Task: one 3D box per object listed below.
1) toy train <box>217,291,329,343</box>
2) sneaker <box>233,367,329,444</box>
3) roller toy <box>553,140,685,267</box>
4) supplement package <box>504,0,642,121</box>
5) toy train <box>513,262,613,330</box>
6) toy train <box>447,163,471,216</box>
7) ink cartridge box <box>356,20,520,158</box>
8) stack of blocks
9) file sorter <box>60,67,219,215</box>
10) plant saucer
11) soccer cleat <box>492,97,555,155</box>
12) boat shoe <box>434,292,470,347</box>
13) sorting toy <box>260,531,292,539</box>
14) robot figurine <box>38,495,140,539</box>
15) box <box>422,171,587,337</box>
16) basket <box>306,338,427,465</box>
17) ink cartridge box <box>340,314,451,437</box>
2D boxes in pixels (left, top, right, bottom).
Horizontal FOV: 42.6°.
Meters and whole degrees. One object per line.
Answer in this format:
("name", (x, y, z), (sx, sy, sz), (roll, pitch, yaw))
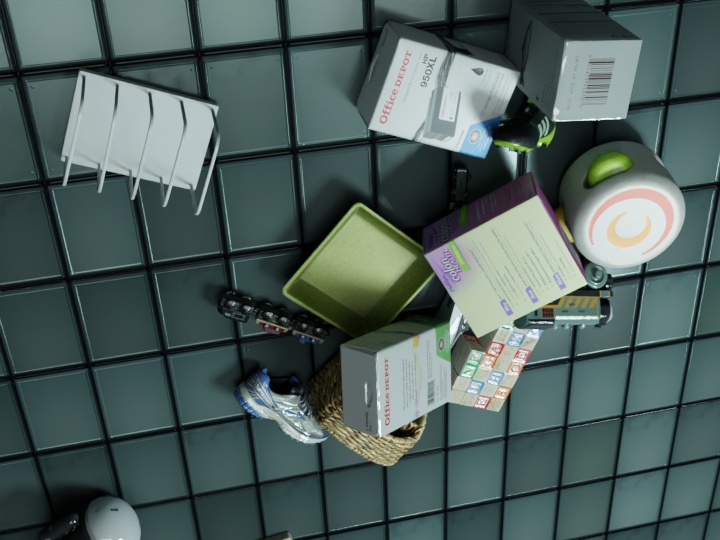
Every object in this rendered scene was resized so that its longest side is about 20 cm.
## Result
("toy train", (-0.144, 0.084, 1.539), (0.199, 0.034, 0.046), (19, 122, -22))
("sneaker", (-0.120, 0.236, 1.621), (0.199, 0.077, 0.085), (32, 104, -29))
("roller toy", (0.422, -0.109, 1.513), (0.181, 0.140, 0.201), (12, 125, -13))
("supplement package", (0.296, -0.306, 1.324), (0.116, 0.200, 0.118), (-4, 121, -12))
("toy train", (0.346, 0.045, 1.597), (0.198, 0.085, 0.115), (1, 82, -17))
("toy train", (0.157, -0.081, 1.518), (0.034, 0.046, 0.201), (3, 119, 2))
("ink cartridge box", (0.113, -0.266, 1.371), (0.199, 0.084, 0.145), (11, 117, -20))
("stack of blocks", (0.234, 0.151, 1.668), (0.114, 0.059, 0.201), (14, 116, -21))
("file sorter", (-0.309, -0.174, 1.295), (0.199, 0.125, 0.140), (12, 116, -20))
("plant saucer", (0.000, 0.000, 1.524), (0.199, 0.048, 0.200), (33, 107, -29))
("soccer cleat", (0.249, -0.222, 1.393), (0.067, 0.200, 0.082), (16, 109, 23))
("boat shoe", (0.177, 0.070, 1.605), (0.066, 0.070, 0.201), (12, 109, -19))
("sorting toy", (-0.208, 0.641, 1.844), (0.197, 0.070, 0.201), (-16, 123, -4))
("robot figurine", (-0.489, 0.487, 1.651), (0.199, 0.150, 0.125), (-34, 86, 8))
("box", (0.227, -0.024, 1.464), (0.199, 0.097, 0.176), (-29, 113, 17))
("basket", (0.029, 0.231, 1.614), (0.200, 0.143, 0.149), (36, 107, -30))
("ink cartridge box", (0.061, 0.170, 1.531), (0.199, 0.084, 0.146), (-17, 110, -47))
